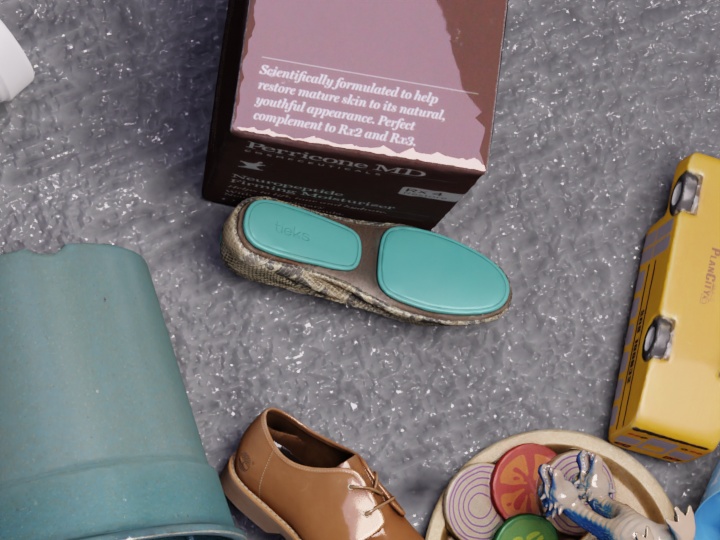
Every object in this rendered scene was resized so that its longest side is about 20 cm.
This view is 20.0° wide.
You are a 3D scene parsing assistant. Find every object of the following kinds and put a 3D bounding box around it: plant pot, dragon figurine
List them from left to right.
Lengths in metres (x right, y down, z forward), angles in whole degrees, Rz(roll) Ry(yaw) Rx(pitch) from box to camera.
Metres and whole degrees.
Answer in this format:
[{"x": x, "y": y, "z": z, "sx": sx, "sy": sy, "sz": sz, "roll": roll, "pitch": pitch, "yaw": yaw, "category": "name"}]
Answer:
[{"x": -0.188, "y": 0.098, "z": 1.275, "sx": 0.200, "sy": 0.200, "sz": 0.196, "roll": -10, "pitch": 74, "yaw": -11, "category": "plant pot"}, {"x": 0.186, "y": 0.202, "z": 1.308, "sx": 0.059, "sy": 0.099, "sz": 0.200, "roll": -31, "pitch": 95, "yaw": -21, "category": "dragon figurine"}]

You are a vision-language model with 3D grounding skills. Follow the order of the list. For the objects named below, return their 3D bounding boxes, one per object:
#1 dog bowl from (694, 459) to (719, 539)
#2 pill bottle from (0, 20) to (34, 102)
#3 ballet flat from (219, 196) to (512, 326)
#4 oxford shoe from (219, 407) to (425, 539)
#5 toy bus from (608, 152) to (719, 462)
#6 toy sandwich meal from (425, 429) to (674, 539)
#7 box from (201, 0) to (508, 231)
[{"x": 0.316, "y": 0.182, "z": 1.374, "sx": 0.200, "sy": 0.111, "sz": 0.050, "roll": 32, "pitch": 44, "yaw": -14, "category": "dog bowl"}, {"x": -0.317, "y": -0.097, "z": 1.319, "sx": 0.200, "sy": 0.116, "sz": 0.116, "roll": -42, "pitch": 89, "yaw": -14, "category": "pill bottle"}, {"x": 0.000, "y": 0.000, "z": 1.378, "sx": 0.200, "sy": 0.075, "sz": 0.068, "roll": 14, "pitch": 63, "yaw": -11, "category": "ballet flat"}, {"x": -0.001, "y": 0.161, "z": 1.315, "sx": 0.200, "sy": 0.071, "sz": 0.071, "roll": 34, "pitch": 31, "yaw": 15, "category": "oxford shoe"}, {"x": 0.226, "y": 0.025, "z": 1.403, "sx": 0.065, "sy": 0.078, "sz": 0.200, "roll": 16, "pitch": 72, "yaw": -9, "category": "toy bus"}, {"x": 0.140, "y": 0.203, "z": 1.365, "sx": 0.205, "sy": 0.070, "sz": 0.205, "roll": 2, "pitch": 79, "yaw": -10, "category": "toy sandwich meal"}, {"x": -0.006, "y": -0.131, "z": 1.336, "sx": 0.166, "sy": 0.200, "sz": 0.164, "roll": 9, "pitch": 79, "yaw": -7, "category": "box"}]
